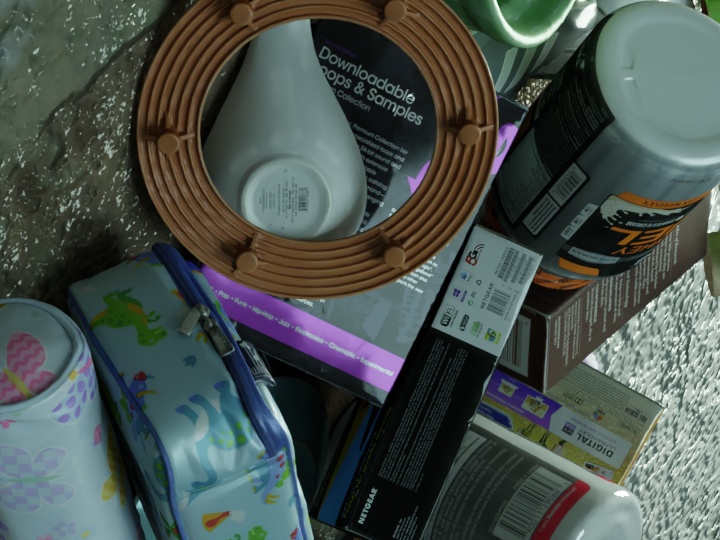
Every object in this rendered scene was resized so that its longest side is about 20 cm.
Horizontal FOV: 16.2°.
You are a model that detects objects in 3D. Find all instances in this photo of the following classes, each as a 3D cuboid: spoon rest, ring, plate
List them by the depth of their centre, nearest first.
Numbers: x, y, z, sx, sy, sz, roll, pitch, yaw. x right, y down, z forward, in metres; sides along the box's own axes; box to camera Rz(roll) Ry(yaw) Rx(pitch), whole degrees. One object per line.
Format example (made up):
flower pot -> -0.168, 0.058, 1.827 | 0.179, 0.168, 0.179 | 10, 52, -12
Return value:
ring -> -0.023, -0.074, 1.386 | 0.019, 0.200, 0.201 | -101, -157, -67
spoon rest -> -0.041, -0.091, 1.424 | 0.061, 0.099, 0.200 | -111, -155, -68
plate -> -0.081, 0.158, 1.588 | 0.200, 0.026, 0.200 | -38, 146, -31

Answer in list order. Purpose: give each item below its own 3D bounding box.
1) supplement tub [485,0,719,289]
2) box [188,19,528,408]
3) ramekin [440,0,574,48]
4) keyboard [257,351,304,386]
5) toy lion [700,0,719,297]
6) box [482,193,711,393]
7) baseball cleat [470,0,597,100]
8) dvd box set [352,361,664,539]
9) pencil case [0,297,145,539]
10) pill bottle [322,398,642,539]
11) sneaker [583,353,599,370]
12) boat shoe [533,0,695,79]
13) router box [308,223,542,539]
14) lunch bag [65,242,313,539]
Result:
supplement tub -> 0.160, -0.073, 1.613 | 0.123, 0.123, 0.200 | -42, 175, -32
box -> -0.006, -0.038, 1.486 | 0.143, 0.036, 0.200 | 26, 92, -21
ramekin -> 0.062, -0.230, 1.420 | 0.200, 0.098, 0.200 | 10, 90, -67
keyboard -> 0.000, 0.000, 1.618 | 0.200, 0.021, 0.127 | -49, 146, -22
toy lion -> 0.268, -0.103, 1.807 | 0.192, 0.069, 0.200 | 70, 14, -68
box -> 0.149, -0.008, 1.762 | 0.200, 0.100, 0.075 | -37, 141, -39
baseball cleat -> 0.073, -0.117, 1.584 | 0.200, 0.070, 0.107 | -20, 112, -37
dvd box set -> 0.101, 0.147, 1.761 | 0.200, 0.146, 0.029 | -61, 167, -6
pencil case -> -0.174, 0.105, 1.365 | 0.200, 0.091, 0.083 | 82, 10, -46
pill bottle -> 0.076, 0.154, 1.672 | 0.111, 0.200, 0.111 | -36, 140, -38
sneaker -> 0.120, 0.148, 1.827 | 0.200, 0.088, 0.080 | -57, -171, -5
boat shoe -> 0.168, -0.167, 1.710 | 0.200, 0.072, 0.069 | -14, 103, -45
router box -> 0.037, 0.074, 1.569 | 0.149, 0.051, 0.200 | 165, -51, -80
lunch bag -> -0.093, 0.091, 1.403 | 0.082, 0.161, 0.200 | -25, 139, -12
